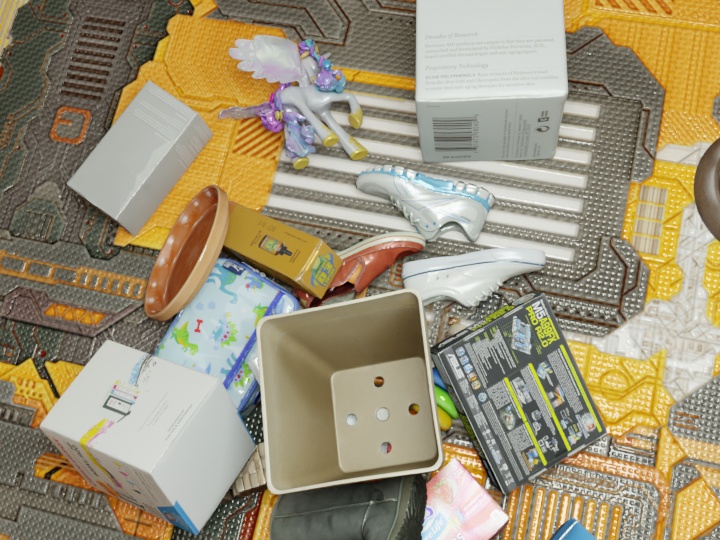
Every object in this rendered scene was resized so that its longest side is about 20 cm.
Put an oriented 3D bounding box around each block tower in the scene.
[{"bbox_3d":[-0.172,0.274,1.251,0.197,0.054,0.059,-17,72,3],"label":"block tower"}]

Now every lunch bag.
[{"bbox_3d":[-0.178,0.096,1.293,0.160,0.083,0.201,30,81,13],"label":"lunch bag"}]

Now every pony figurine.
[{"bbox_3d":[-0.094,-0.247,1.362,0.191,0.167,0.202,-13,64,-29],"label":"pony figurine"}]

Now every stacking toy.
[{"bbox_3d":[0.099,0.171,1.219,0.085,0.086,0.201,33,78,17],"label":"stacking toy"}]

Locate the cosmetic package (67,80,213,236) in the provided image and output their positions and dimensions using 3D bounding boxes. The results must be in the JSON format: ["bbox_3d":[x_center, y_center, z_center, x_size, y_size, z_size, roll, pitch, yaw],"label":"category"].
[{"bbox_3d":[-0.323,-0.165,1.393,0.106,0.090,0.201,35,84,17],"label":"cosmetic package"}]

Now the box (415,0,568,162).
[{"bbox_3d":[0.175,-0.266,1.284,0.197,0.199,0.174,-2,73,7],"label":"box"}]

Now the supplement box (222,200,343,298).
[{"bbox_3d":[-0.119,-0.030,1.290,0.199,0.069,0.067,24,77,42],"label":"supplement box"}]

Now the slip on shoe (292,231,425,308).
[{"bbox_3d":[0.000,0.000,1.298,0.198,0.074,0.062,-22,71,8],"label":"slip on shoe"}]

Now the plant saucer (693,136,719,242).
[{"bbox_3d":[0.554,-0.112,1.267,0.197,0.032,0.203,-3,72,8],"label":"plant saucer"}]

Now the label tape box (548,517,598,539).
[{"bbox_3d":[0.220,0.362,1.086,0.066,0.200,0.144,39,82,16],"label":"label tape box"}]

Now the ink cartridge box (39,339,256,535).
[{"bbox_3d":[-0.266,0.208,1.193,0.198,0.148,0.145,13,53,31],"label":"ink cartridge box"}]

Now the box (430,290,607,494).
[{"bbox_3d":[0.198,0.152,1.181,0.159,0.044,0.202,-28,97,-11],"label":"box"}]

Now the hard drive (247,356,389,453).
[{"bbox_3d":[-0.044,0.175,1.238,0.131,0.026,0.202,-30,88,-10],"label":"hard drive"}]

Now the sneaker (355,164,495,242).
[{"bbox_3d":[0.082,-0.088,1.314,0.197,0.075,0.088,14,81,13],"label":"sneaker"}]

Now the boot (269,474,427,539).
[{"bbox_3d":[-0.026,0.317,1.117,0.197,0.073,0.183,-10,31,23],"label":"boot"}]

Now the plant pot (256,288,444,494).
[{"bbox_3d":[0.004,0.158,1.117,0.197,0.177,0.203,-11,70,12],"label":"plant pot"}]

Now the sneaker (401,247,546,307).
[{"bbox_3d":[0.155,0.014,1.277,0.197,0.073,0.072,-9,81,16],"label":"sneaker"}]

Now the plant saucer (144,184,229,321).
[{"bbox_3d":[-0.235,-0.022,1.298,0.032,0.199,0.203,28,76,-26],"label":"plant saucer"}]

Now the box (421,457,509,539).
[{"bbox_3d":[0.081,0.341,1.169,0.200,0.095,0.103,-43,72,-5],"label":"box"}]
